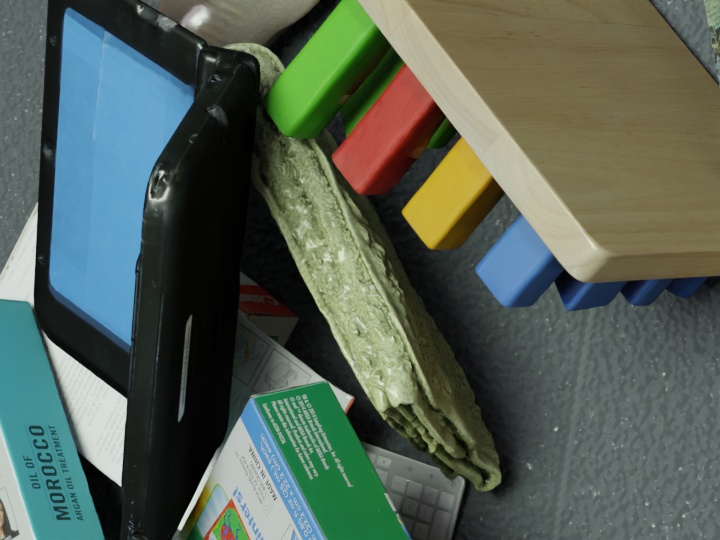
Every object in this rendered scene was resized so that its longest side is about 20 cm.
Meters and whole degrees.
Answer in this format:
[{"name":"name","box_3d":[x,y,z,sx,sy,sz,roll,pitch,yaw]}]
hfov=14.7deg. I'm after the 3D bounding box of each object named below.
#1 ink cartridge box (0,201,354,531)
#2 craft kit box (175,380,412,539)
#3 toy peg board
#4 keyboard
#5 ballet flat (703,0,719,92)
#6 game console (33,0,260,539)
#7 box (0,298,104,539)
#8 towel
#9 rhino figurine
[{"name":"ink cartridge box","box_3d":[-0.088,0.049,1.329,0.200,0.050,0.109,36,105,25]},{"name":"craft kit box","box_3d":[-0.019,0.184,1.189,0.201,0.048,0.198,62,143,26]},{"name":"toy peg board","box_3d":[0.072,-0.050,1.201,0.098,0.199,0.200,-50,63,28]},{"name":"keyboard","box_3d":[-0.041,0.097,1.331,0.199,0.011,0.057,17,90,29]},{"name":"ballet flat","box_3d":[0.184,-0.096,1.213,0.074,0.074,0.201,-15,67,25]},{"name":"game console","box_3d":[-0.112,-0.003,1.206,0.116,0.176,0.201,12,122,9]},{"name":"box","box_3d":[-0.169,0.119,1.306,0.082,0.049,0.201,-31,69,31]},{"name":"towel","box_3d":[0.000,0.000,1.251,0.036,0.148,0.201,-30,65,4]},{"name":"rhino figurine","box_3d":[-0.057,-0.144,1.352,0.200,0.060,0.087,-49,59,4]}]
